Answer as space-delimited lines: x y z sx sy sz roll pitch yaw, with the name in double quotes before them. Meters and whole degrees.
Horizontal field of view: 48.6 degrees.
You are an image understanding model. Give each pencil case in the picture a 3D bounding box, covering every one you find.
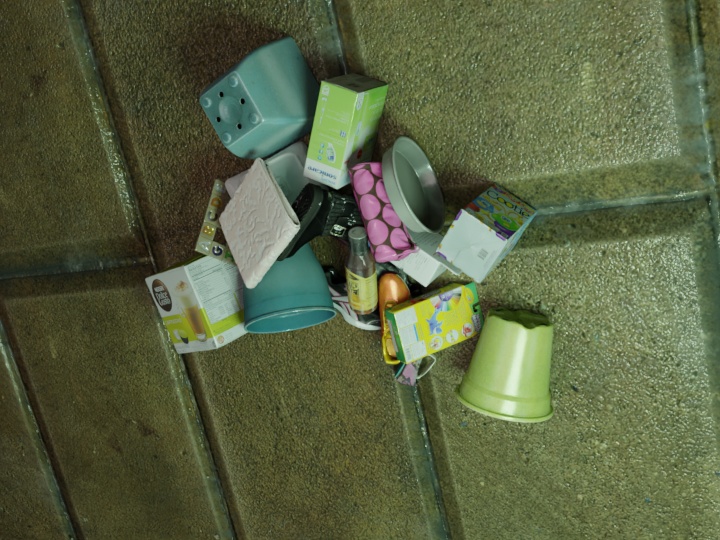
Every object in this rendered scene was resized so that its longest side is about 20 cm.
"pencil case" 0.046 -0.115 1.545 0.094 0.091 0.200 -15 86 -12

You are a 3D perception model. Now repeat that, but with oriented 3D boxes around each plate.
"plate" -0.174 -0.165 1.696 0.199 0.032 0.200 -28 65 1

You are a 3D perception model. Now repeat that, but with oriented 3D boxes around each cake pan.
"cake pan" 0.102 -0.162 1.551 0.037 0.200 0.200 -19 98 28

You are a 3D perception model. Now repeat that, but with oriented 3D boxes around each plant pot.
"plant pot" -0.216 -0.345 1.652 0.196 0.200 0.197 -27 94 33
"plant pot" 0.304 0.178 1.594 0.200 0.200 0.184 15 103 22
"plant pot" -0.167 0.022 1.727 0.200 0.200 0.188 -20 74 32

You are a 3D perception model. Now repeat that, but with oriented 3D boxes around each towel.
"towel" -0.209 -0.095 1.622 0.200 0.032 0.191 -50 55 37

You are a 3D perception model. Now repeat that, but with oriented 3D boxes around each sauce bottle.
"sauce bottle" 0.000 0.000 1.627 0.066 0.066 0.200 14 133 23

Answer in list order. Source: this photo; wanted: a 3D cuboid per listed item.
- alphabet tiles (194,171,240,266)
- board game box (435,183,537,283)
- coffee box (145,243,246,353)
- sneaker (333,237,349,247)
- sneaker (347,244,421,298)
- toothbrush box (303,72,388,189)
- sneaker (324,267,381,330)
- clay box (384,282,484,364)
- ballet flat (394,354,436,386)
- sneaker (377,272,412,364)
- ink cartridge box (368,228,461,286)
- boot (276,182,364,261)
"alphabet tiles" -0.267 -0.110 1.771 0.008 0.167 0.200 -5 68 53
"board game box" 0.241 -0.075 1.511 0.103 0.200 0.105 36 121 12
"coffee box" -0.335 0.055 1.832 0.200 0.200 0.198 -12 102 49
"sneaker" -0.061 -0.082 1.717 0.200 0.116 0.076 26 118 18
"sneaker" 0.058 -0.002 1.702 0.090 0.066 0.200 -33 111 22
"toothbrush box" -0.029 -0.283 1.610 0.086 0.146 0.200 24 117 18
"sneaker" -0.016 0.061 1.769 0.200 0.080 0.086 25 116 17
"clay box" 0.157 0.104 1.657 0.048 0.200 0.115 13 120 64
"ballet flat" 0.137 0.173 1.744 0.071 0.069 0.200 20 120 0
"sneaker" 0.074 0.102 1.675 0.073 0.077 0.200 -5 108 11
"ink cartridge box" 0.122 -0.040 1.637 0.200 0.116 0.067 36 120 12
"boot" -0.077 -0.081 1.621 0.211 0.158 0.080 -46 46 37
